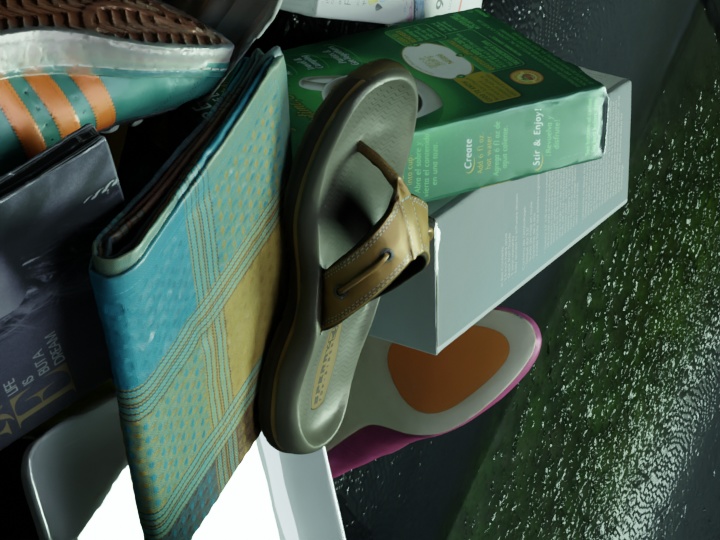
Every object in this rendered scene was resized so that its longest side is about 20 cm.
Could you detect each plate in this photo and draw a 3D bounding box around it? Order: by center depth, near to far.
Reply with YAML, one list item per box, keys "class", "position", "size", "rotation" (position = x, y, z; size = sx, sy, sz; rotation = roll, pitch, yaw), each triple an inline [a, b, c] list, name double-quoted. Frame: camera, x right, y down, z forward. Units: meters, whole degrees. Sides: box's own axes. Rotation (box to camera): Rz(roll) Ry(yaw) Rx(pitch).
- class: "plate"
  position: [-0.080, 0.133, 1.203]
  size: [0.199, 0.032, 0.201]
  rotation: [-33, 118, -48]

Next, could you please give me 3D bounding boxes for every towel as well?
- class: "towel"
  position: [-0.067, 0.020, 1.120]
  size: [0.147, 0.022, 0.201]
  rotation: [-55, 155, -38]

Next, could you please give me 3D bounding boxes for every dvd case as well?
- class: "dvd case"
  position: [-0.175, 0.039, 1.041]
  size: [0.199, 0.016, 0.149]
  rotation: [-33, 148, -15]

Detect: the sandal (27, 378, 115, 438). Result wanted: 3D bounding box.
- class: "sandal"
  position: [-0.138, 0.134, 1.239]
  size: [0.087, 0.079, 0.202]
  rotation: [-126, -148, -77]

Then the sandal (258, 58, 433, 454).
- class: "sandal"
  position: [0.000, 0.000, 1.160]
  size: [0.082, 0.054, 0.201]
  rotation: [-21, 130, -55]

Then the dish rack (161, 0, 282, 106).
- class: "dish rack"
  position: [-0.057, -0.176, 1.152]
  size: [0.200, 0.043, 0.173]
  rotation: [141, -39, -72]

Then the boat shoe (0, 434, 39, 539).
- class: "boat shoe"
  position: [-0.194, 0.141, 1.115]
  size: [0.201, 0.063, 0.074]
  rotation: [-35, 122, -37]

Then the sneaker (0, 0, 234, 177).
- class: "sneaker"
  position: [-0.142, -0.071, 1.049]
  size: [0.199, 0.071, 0.080]
  rotation: [-6, 123, -41]

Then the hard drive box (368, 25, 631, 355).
- class: "hard drive box"
  position: [0.027, -0.049, 1.338]
  size: [0.200, 0.155, 0.077]
  rotation: [-34, 132, -47]

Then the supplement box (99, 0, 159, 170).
- class: "supplement box"
  position: [-0.137, -0.091, 1.125]
  size: [0.066, 0.069, 0.202]
  rotation: [13, 90, -39]

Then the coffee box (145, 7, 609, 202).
- class: "coffee box"
  position: [0.006, -0.074, 1.256]
  size: [0.199, 0.123, 0.044]
  rotation: [-15, 122, -27]

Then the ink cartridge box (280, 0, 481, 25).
- class: "ink cartridge box"
  position: [0.015, -0.190, 1.342]
  size: [0.199, 0.067, 0.117]
  rotation: [-5, 107, -58]

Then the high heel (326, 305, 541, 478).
- class: "high heel"
  position: [0.021, 0.068, 1.357]
  size: [0.096, 0.199, 0.068]
  rotation: [-2, 64, -63]
